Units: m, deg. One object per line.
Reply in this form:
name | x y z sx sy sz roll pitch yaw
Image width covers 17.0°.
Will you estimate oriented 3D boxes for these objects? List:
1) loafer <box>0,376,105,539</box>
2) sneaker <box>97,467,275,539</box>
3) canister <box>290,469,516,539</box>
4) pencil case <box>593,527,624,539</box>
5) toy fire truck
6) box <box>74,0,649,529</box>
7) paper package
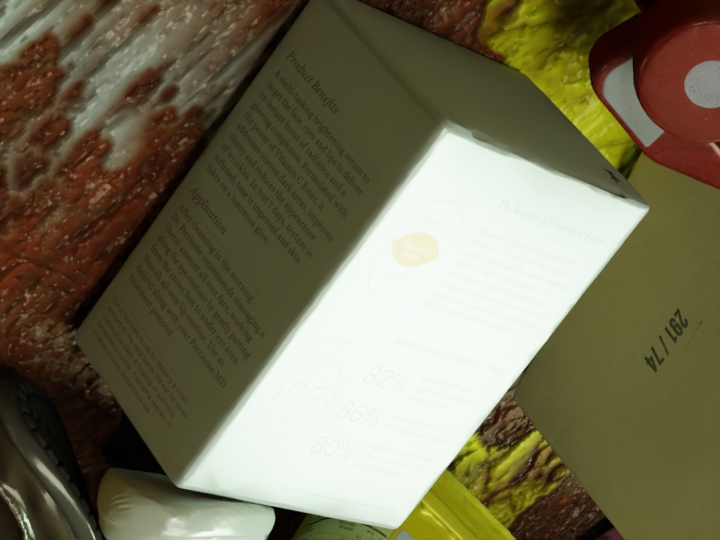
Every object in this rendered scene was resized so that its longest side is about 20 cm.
loafer | -0.153 0.130 1.109 0.071 0.073 0.200 -19 137 -8
sneaker | -0.082 0.143 1.109 0.200 0.075 0.089 58 48 -77
canister | 0.001 0.203 1.183 0.087 0.149 0.200 -29 -161 48
pencil case | 0.187 0.234 1.387 0.083 0.200 0.087 -26 141 2
toy fire truck | 0.214 -0.098 1.076 0.200 0.112 0.168 -31 119 24
box | 0.000 0.000 1.072 0.152 0.106 0.200 18 115 -47
paper package | 0.195 0.046 1.207 0.103 0.191 0.200 -1 130 -37
